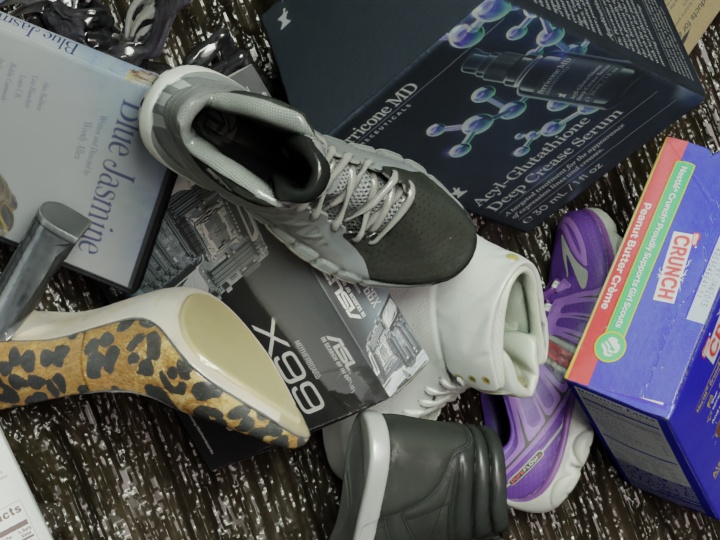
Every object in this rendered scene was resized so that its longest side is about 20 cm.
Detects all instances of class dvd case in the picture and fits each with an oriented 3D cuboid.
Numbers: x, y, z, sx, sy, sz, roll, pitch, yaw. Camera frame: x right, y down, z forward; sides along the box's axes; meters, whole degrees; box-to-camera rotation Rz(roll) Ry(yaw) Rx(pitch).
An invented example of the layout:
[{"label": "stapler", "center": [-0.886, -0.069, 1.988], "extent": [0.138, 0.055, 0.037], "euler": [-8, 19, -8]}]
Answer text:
[{"label": "dvd case", "center": [-0.198, -0.076, 1.096], "extent": [0.200, 0.143, 0.018], "euler": [22, 37, -2]}]

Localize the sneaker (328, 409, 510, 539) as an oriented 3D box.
[{"label": "sneaker", "center": [0.034, 0.166, 1.165], "extent": [0.099, 0.071, 0.200], "euler": [2, 126, -13]}]

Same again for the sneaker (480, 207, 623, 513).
[{"label": "sneaker", "center": [0.116, 0.051, 1.259], "extent": [0.083, 0.081, 0.200], "euler": [18, 78, -12]}]

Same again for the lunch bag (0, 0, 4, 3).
[{"label": "lunch bag", "center": [-0.219, -0.234, 1.131], "extent": [0.200, 0.076, 0.160], "euler": [-41, 79, -20]}]

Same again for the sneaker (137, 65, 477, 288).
[{"label": "sneaker", "center": [-0.017, -0.038, 1.014], "extent": [0.200, 0.115, 0.075], "euler": [24, 91, -17]}]

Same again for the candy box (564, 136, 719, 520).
[{"label": "candy box", "center": [0.209, 0.041, 1.235], "extent": [0.077, 0.200, 0.169], "euler": [19, 73, 25]}]

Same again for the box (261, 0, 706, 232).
[{"label": "box", "center": [0.072, -0.123, 1.136], "extent": [0.200, 0.148, 0.107], "euler": [17, 45, -44]}]

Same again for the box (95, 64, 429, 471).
[{"label": "box", "center": [-0.074, 0.003, 1.142], "extent": [0.050, 0.158, 0.200], "euler": [-38, 100, -48]}]

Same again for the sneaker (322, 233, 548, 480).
[{"label": "sneaker", "center": [0.046, 0.065, 1.165], "extent": [0.074, 0.115, 0.200], "euler": [-26, 135, -45]}]

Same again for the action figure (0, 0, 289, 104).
[{"label": "action figure", "center": [-0.115, -0.142, 1.168], "extent": [0.200, 0.119, 0.102], "euler": [21, 96, -28]}]

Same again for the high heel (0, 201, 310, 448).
[{"label": "high heel", "center": [-0.133, 0.070, 1.121], "extent": [0.200, 0.143, 0.071], "euler": [37, 28, 5]}]

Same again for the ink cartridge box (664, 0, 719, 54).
[{"label": "ink cartridge box", "center": [0.175, -0.229, 1.284], "extent": [0.200, 0.075, 0.165], "euler": [-54, 127, -19]}]

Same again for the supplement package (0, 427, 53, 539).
[{"label": "supplement package", "center": [-0.256, 0.149, 1.058], "extent": [0.150, 0.152, 0.200], "euler": [-26, 95, -21]}]
